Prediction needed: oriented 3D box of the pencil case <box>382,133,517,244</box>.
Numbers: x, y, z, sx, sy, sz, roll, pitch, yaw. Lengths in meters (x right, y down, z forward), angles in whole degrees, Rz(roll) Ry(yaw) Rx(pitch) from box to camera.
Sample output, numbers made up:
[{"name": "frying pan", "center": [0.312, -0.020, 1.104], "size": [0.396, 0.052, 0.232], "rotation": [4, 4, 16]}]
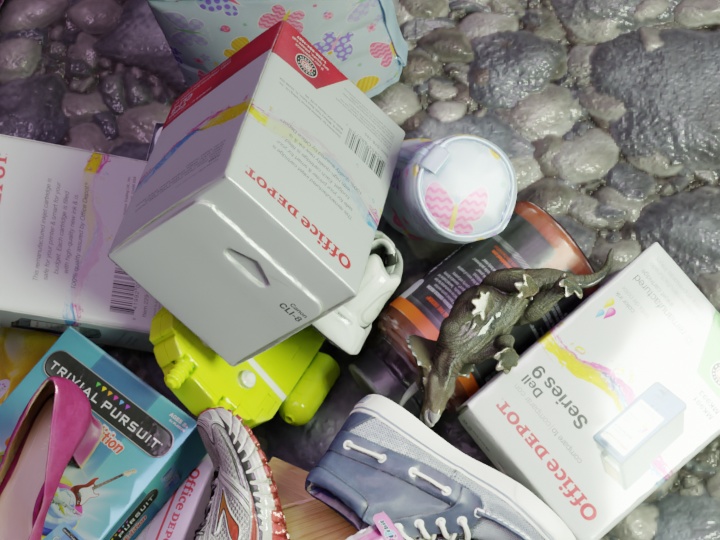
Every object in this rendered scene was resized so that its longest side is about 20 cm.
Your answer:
[{"name": "pencil case", "center": [0.066, -0.069, 1.652], "size": [0.083, 0.200, 0.091], "rotation": [-35, 99, -6]}]

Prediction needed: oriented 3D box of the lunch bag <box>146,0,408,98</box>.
[{"name": "lunch bag", "center": [-0.066, -0.231, 1.787], "size": [0.199, 0.170, 0.128], "rotation": [3, 60, 18]}]

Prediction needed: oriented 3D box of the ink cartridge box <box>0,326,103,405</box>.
[{"name": "ink cartridge box", "center": [-0.307, 0.017, 1.784], "size": [0.198, 0.047, 0.200], "rotation": [-44, 63, -11]}]

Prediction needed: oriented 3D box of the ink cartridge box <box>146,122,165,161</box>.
[{"name": "ink cartridge box", "center": [-0.094, -0.077, 1.786], "size": [0.199, 0.039, 0.100], "rotation": [3, 62, 14]}]

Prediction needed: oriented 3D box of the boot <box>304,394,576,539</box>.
[{"name": "boot", "center": [0.058, 0.184, 1.529], "size": [0.200, 0.073, 0.090], "rotation": [32, 65, 14]}]

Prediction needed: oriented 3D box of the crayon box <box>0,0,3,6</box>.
[{"name": "crayon box", "center": [-0.416, -0.324, 1.985], "size": [0.172, 0.058, 0.201], "rotation": [10, 65, 18]}]

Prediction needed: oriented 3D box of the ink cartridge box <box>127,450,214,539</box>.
[{"name": "ink cartridge box", "center": [-0.175, 0.193, 1.641], "size": [0.199, 0.068, 0.115], "rotation": [13, 68, 19]}]

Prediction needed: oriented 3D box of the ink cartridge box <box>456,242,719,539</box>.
[{"name": "ink cartridge box", "center": [0.195, 0.099, 1.568], "size": [0.200, 0.088, 0.145], "rotation": [-39, 85, -7]}]

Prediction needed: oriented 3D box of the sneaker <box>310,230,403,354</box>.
[{"name": "sneaker", "center": [0.000, 0.000, 1.651], "size": [0.075, 0.200, 0.081], "rotation": [37, 104, -13]}]

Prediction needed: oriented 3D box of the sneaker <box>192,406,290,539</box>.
[{"name": "sneaker", "center": [-0.096, 0.193, 1.517], "size": [0.082, 0.078, 0.201], "rotation": [-14, 60, -3]}]

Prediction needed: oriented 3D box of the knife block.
[{"name": "knife block", "center": [-0.015, 0.229, 1.573], "size": [0.175, 0.064, 0.200], "rotation": [23, 62, 18]}]

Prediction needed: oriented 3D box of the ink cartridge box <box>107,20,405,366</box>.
[{"name": "ink cartridge box", "center": [-0.078, -0.059, 1.583], "size": [0.144, 0.145, 0.200], "rotation": [-31, 27, 35]}]

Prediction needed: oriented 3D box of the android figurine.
[{"name": "android figurine", "center": [-0.096, 0.048, 1.649], "size": [0.041, 0.182, 0.200], "rotation": [-28, 17, 41]}]

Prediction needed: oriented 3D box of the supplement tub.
[{"name": "supplement tub", "center": [0.088, 0.041, 1.638], "size": [0.200, 0.107, 0.107], "rotation": [-38, 60, -9]}]

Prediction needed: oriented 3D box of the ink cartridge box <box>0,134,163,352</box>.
[{"name": "ink cartridge box", "center": [-0.234, -0.020, 1.686], "size": [0.199, 0.086, 0.148], "rotation": [10, 75, -14]}]

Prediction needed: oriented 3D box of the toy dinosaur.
[{"name": "toy dinosaur", "center": [0.104, 0.028, 1.545], "size": [0.200, 0.077, 0.102], "rotation": [-45, 18, -18]}]

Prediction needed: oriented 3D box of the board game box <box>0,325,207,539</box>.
[{"name": "board game box", "center": [-0.237, 0.165, 1.604], "size": [0.151, 0.047, 0.200], "rotation": [34, 77, 26]}]

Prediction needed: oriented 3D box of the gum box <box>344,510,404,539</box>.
[{"name": "gum box", "center": [0.036, 0.265, 1.474], "size": [0.066, 0.200, 0.114], "rotation": [-32, 61, -5]}]

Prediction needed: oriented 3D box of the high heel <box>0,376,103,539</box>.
[{"name": "high heel", "center": [-0.263, 0.174, 1.524], "size": [0.067, 0.096, 0.200], "rotation": [30, 75, 25]}]
